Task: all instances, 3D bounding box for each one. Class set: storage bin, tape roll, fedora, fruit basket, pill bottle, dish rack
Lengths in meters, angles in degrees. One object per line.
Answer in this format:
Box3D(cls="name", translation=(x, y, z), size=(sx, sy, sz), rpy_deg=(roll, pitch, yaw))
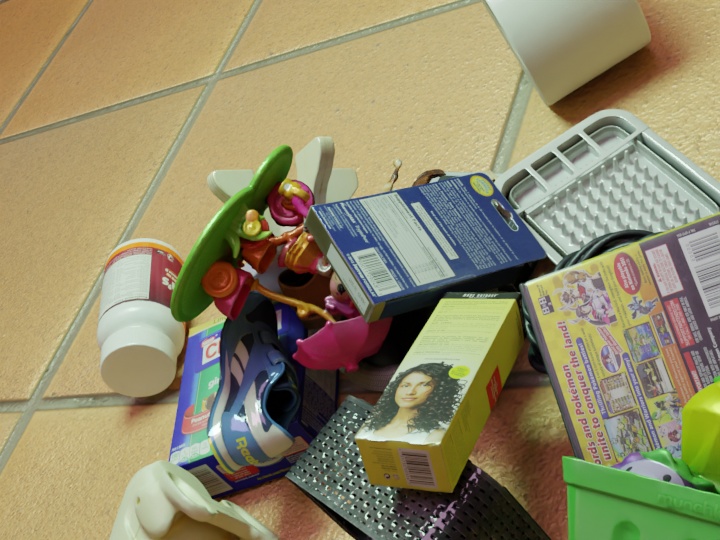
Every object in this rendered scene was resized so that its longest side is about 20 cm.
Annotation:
Box3D(cls="storage bin", translation=(0.048, 0.202, 0.902), size=(0.094, 0.135, 0.200), rpy_deg=(-50, 37, -13))
Box3D(cls="tape roll", translation=(0.222, -0.310, 1.235), size=(0.139, 0.203, 0.203), rpy_deg=(-32, 36, 12))
Box3D(cls="fedora", translation=(0.069, 0.064, 1.068), size=(0.177, 0.090, 0.200), rpy_deg=(-51, 30, -17))
Box3D(cls="fruit basket", translation=(0.257, 0.147, 0.745), size=(0.215, 0.155, 0.216), rpy_deg=(-9, 71, 29))
Box3D(cls="pill bottle", translation=(-0.277, 0.059, 1.371), size=(0.109, 0.110, 0.200), rpy_deg=(-29, 37, 15))
Box3D(cls="dish rack", translation=(0.242, -0.058, 1.040), size=(0.171, 0.044, 0.200), rpy_deg=(-33, 49, -8))

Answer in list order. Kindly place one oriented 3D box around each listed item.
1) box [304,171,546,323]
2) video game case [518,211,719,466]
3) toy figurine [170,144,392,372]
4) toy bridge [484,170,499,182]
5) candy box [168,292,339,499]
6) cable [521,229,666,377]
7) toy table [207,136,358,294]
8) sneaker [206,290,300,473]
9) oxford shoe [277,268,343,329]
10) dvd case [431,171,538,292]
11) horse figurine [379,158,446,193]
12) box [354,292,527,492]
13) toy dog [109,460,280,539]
Box3D(cls="box", translation=(0.063, -0.026, 0.991), size=(0.199, 0.032, 0.121), rpy_deg=(-14, 56, -29))
Box3D(cls="video game case", translation=(0.243, 0.072, 0.869), size=(0.180, 0.026, 0.201), rpy_deg=(-21, 67, 13))
Box3D(cls="toy figurine", translation=(-0.048, 0.008, 1.020), size=(0.184, 0.150, 0.200), rpy_deg=(31, 79, 9))
Box3D(cls="toy bridge", translation=(0.189, -0.044, 1.096), size=(0.067, 0.027, 0.200), rpy_deg=(-35, 49, -8))
Box3D(cls="candy box", translation=(-0.111, 0.129, 1.174), size=(0.169, 0.077, 0.200), rpy_deg=(-23, 39, 21))
Box3D(cls="cable", translation=(0.232, 0.040, 0.919), size=(0.200, 0.051, 0.164), rpy_deg=(19, 85, 29))
Box3D(cls="toy table", translation=(-0.073, -0.053, 1.169), size=(0.200, 0.183, 0.118), rpy_deg=(-28, 71, 40))
Box3D(cls="sneaker", translation=(-0.095, 0.105, 1.069), size=(0.082, 0.074, 0.201), rpy_deg=(-16, 49, 21))
Box3D(cls="oxford shoe", translation=(0.000, 0.000, 1.073), size=(0.200, 0.071, 0.071), rpy_deg=(-22, 33, 30))
Box3D(cls="dvd case", translation=(0.127, -0.047, 1.192), size=(0.200, 0.025, 0.151), rpy_deg=(8, 56, 45))
Box3D(cls="horse figurine", translation=(0.012, -0.050, 1.247), size=(0.200, 0.050, 0.133), rpy_deg=(-41, 23, 27))
Box3D(cls="box", translation=(0.071, 0.090, 0.866), size=(0.075, 0.050, 0.200), rpy_deg=(-1, 31, 27))
Box3D(cls="toy dog", translation=(-0.211, 0.292, 1.033), size=(0.194, 0.140, 0.200), rpy_deg=(27, 81, 36))
